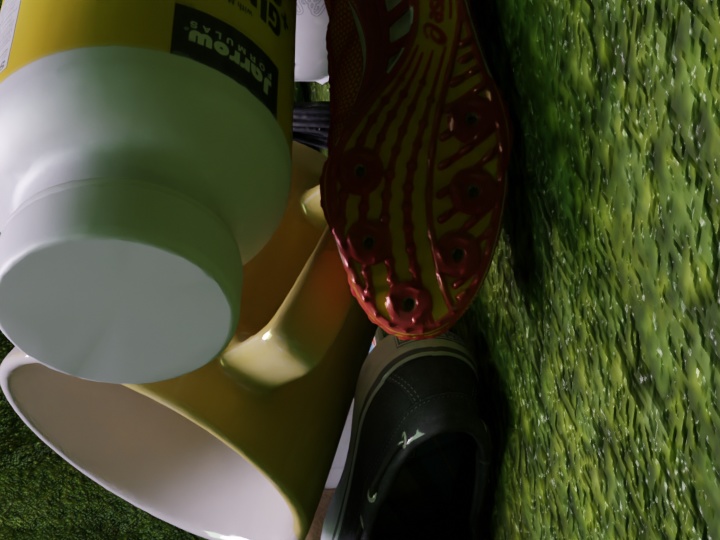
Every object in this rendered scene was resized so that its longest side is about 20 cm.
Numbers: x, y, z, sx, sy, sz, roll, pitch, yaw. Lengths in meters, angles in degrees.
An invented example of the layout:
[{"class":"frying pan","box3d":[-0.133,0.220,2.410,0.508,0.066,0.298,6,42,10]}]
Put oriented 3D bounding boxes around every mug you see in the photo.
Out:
[{"class":"mug","box3d":[-0.044,0.024,0.648,0.154,0.186,0.150,-61,-43,-28]}]

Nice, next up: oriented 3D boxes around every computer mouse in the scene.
[{"class":"computer mouse","box3d":[-0.040,-0.109,0.718,0.200,0.109,0.044,119,159,-65]}]

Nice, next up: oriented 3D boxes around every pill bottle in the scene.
[{"class":"pill bottle","box3d":[-0.080,-0.064,0.539,0.112,0.111,0.201,95,175,-51]}]

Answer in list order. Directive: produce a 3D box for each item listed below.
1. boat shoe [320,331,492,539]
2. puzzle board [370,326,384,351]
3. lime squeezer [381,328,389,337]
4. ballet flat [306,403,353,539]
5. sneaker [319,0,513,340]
[{"class":"boat shoe","box3d":[0.026,0.118,0.642,0.066,0.069,0.201,-108,22,-49]},{"class":"puzzle board","box3d":[0.008,0.133,0.868,0.200,0.017,0.152,103,156,-62]},{"class":"lime squeezer","box3d":[0.000,0.000,0.751,0.200,0.037,0.071,-115,19,-55]},{"class":"ballet flat","box3d":[-0.027,0.062,0.832,0.072,0.067,0.201,-42,49,54]},{"class":"sneaker","box3d":[0.020,-0.073,0.551,0.077,0.072,0.202,49,-143,-78]}]
